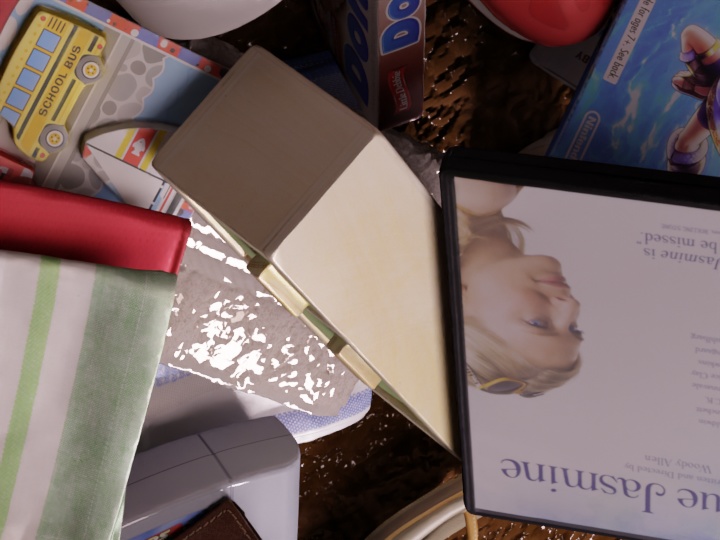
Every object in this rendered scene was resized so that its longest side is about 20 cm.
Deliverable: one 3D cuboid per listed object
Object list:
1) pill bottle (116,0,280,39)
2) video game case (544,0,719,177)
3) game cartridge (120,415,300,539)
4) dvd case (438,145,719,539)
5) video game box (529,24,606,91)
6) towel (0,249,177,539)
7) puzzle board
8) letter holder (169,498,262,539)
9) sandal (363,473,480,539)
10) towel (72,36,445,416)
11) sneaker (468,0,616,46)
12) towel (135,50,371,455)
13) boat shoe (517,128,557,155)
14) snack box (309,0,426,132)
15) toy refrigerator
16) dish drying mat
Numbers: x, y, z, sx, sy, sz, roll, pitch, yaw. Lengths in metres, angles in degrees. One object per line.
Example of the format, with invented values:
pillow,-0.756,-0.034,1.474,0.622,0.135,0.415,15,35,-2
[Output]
pill bottle,-0.095,-0.177,0.890,0.114,0.114,0.200,-45,136,-4
video game case,0.182,-0.064,1.005,0.181,0.045,0.200,25,91,0
game cartridge,-0.115,0.142,1.123,0.200,0.042,0.133,-25,149,-21
dvd case,0.106,0.037,0.996,0.200,0.142,0.018,84,19,-44
video game box,0.196,-0.041,1.160,0.200,0.182,0.047,29,99,-46
towel,-0.181,0.052,0.969,0.199,0.023,0.153,8,124,-11
puzzle board,-0.150,-0.016,0.978,0.150,0.017,0.200,25,103,-17
letter holder,-0.089,0.223,1.085,0.200,0.142,0.101,-35,148,-6
sandal,0.010,0.160,1.222,0.200,0.054,0.080,-39,170,-7
towel,-0.044,-0.018,1.062,0.200,0.034,0.133,22,103,-45
sneaker,0.072,-0.146,0.920,0.078,0.116,0.200,-35,131,-10
towel,-0.050,0.003,1.111,0.147,0.024,0.200,-17,127,-30
boat shoe,0.115,-0.003,1.112,0.069,0.200,0.074,-22,118,-17
snack box,0.002,-0.141,0.976,0.024,0.072,0.200,-21,149,-13
toy refrigerator,0.000,0.000,1.019,0.070,0.076,0.200,-49,145,-6
dish drying mat,-0.169,-0.006,0.960,0.199,0.018,0.077,11,111,-16
